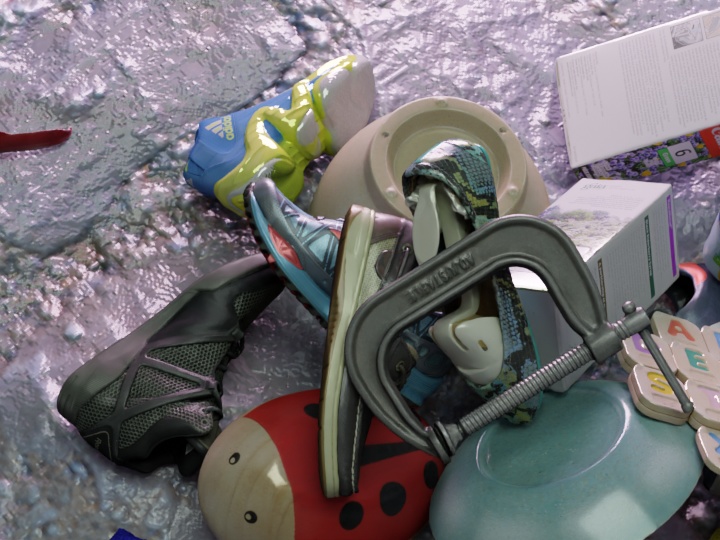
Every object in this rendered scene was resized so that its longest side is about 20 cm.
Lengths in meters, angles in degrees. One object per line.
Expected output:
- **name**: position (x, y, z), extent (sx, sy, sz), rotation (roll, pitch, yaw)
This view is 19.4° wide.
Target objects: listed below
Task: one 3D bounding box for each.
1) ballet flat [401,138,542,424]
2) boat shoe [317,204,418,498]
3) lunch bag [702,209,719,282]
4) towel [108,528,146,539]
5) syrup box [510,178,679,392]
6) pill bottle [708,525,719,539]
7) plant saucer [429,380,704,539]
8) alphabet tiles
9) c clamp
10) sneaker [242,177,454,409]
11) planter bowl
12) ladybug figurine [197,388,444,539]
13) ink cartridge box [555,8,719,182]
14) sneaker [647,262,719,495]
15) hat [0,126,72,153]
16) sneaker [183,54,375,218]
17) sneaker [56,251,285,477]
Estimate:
- **ballet flat**: position (0.069, 0.014, 1.426), extent (0.074, 0.074, 0.202), rotation (-16, 94, -16)
- **boat shoe**: position (0.008, 0.056, 1.428), extent (0.064, 0.073, 0.202), rotation (6, 80, 0)
- **lunch bag**: position (0.371, -0.040, 1.600), extent (0.160, 0.083, 0.200), rotation (38, 60, 16)
- **towel**: position (-0.143, 0.284, 1.423), extent (0.146, 0.050, 0.201), rotation (22, 59, 5)
- **syrup box**: position (0.156, 0.006, 1.535), extent (0.078, 0.082, 0.200), rotation (6, 27, 32)
- **pill bottle**: position (0.299, 0.214, 1.483), extent (0.112, 0.113, 0.200), rotation (36, 62, 14)
- **plant saucer**: position (0.135, 0.127, 1.435), extent (0.199, 0.039, 0.202), rotation (-17, 29, 10)
- **alphabet tiles**: position (0.275, 0.093, 1.469), extent (0.198, 0.015, 0.196), rotation (16, 27, -13)
- **c clamp**: position (0.097, 0.058, 1.384), extent (0.199, 0.027, 0.172), rotation (-26, 93, 1)
- **sneaker**: position (0.000, 0.000, 1.512), extent (0.095, 0.079, 0.200), rotation (-43, 87, -3)
- **planter bowl**: position (0.059, -0.046, 1.594), extent (0.198, 0.135, 0.202), rotation (4, 59, -6)
- **ladybug figurine**: position (-0.017, 0.143, 1.486), extent (0.198, 0.072, 0.137), rotation (-12, 71, -32)
- **ink cartridge box**: position (0.259, -0.142, 1.674), extent (0.198, 0.050, 0.110), rotation (-16, 58, 18)
- **sneaker**: position (0.249, 0.077, 1.582), extent (0.084, 0.075, 0.201), rotation (12, 49, -5)
- **hat**: position (-0.359, -0.056, 1.616), extent (0.198, 0.176, 0.167), rotation (-15, 56, 28)
- **sneaker**: position (-0.069, -0.117, 1.655), extent (0.104, 0.076, 0.200), rotation (14, 38, 25)
- **sneaker**: position (-0.112, 0.075, 1.537), extent (0.199, 0.076, 0.114), rotation (-38, 72, -22)
